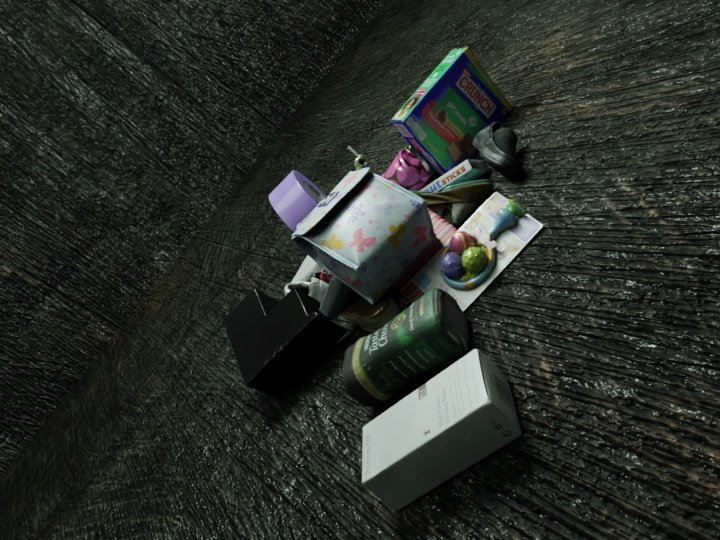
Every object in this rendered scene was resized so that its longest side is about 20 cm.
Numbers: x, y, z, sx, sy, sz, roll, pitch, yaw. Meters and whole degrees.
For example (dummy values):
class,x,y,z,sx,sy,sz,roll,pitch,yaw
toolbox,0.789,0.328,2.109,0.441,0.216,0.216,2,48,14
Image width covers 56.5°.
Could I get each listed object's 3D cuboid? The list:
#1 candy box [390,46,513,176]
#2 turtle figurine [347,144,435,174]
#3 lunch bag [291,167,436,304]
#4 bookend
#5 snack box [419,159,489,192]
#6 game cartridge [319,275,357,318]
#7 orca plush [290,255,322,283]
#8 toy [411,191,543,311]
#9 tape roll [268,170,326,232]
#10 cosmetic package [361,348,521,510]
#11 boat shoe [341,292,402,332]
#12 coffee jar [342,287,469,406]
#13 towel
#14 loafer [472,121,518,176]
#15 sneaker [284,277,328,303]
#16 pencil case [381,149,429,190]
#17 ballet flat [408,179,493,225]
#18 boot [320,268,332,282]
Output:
class,x,y,z,sx,sy,sz,roll,pitch,yaw
candy box,0.188,-0.319,1.366,0.200,0.169,0.077,-50,26,-4
turtle figurine,0.064,-0.235,1.495,0.193,0.144,0.201,-22,37,43
lunch bag,-0.005,-0.072,1.112,0.170,0.127,0.200,-45,51,-13
bookend,-0.157,0.103,1.319,0.199,0.092,0.201,-45,46,13
snack box,0.152,-0.156,1.307,0.199,0.025,0.072,-31,-13,36
game cartridge,0.000,0.000,1.255,0.200,0.041,0.133,-46,-10,-41
orca plush,-0.097,0.015,1.496,0.201,0.071,0.106,-58,26,28
toy,0.172,-0.034,1.041,0.200,0.047,0.115,-44,47,1
tape roll,-0.120,-0.138,1.598,0.085,0.200,0.200,-43,23,10
cosmetic package,0.093,0.197,0.828,0.200,0.074,0.102,-38,24,20
boat shoe,0.023,0.077,1.160,0.074,0.066,0.200,-48,13,-7
coffee jar,0.062,0.118,0.998,0.199,0.085,0.105,-37,24,26
towel,0.110,-0.017,1.118,0.145,0.022,0.200,-47,47,0
loafer,0.255,-0.229,1.229,0.071,0.068,0.201,-50,17,19
sneaker,-0.134,0.069,1.417,0.199,0.099,0.078,-34,26,31
pencil case,0.056,-0.163,1.392,0.200,0.090,0.094,-43,34,36
ballet flat,0.144,-0.114,1.209,0.068,0.198,0.073,74,-170,-76
boot,-0.051,-0.023,1.285,0.145,0.072,0.200,-50,-16,23
